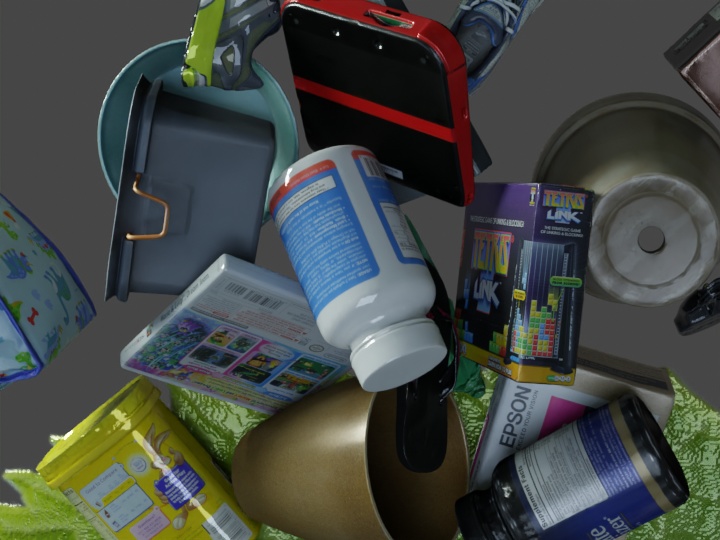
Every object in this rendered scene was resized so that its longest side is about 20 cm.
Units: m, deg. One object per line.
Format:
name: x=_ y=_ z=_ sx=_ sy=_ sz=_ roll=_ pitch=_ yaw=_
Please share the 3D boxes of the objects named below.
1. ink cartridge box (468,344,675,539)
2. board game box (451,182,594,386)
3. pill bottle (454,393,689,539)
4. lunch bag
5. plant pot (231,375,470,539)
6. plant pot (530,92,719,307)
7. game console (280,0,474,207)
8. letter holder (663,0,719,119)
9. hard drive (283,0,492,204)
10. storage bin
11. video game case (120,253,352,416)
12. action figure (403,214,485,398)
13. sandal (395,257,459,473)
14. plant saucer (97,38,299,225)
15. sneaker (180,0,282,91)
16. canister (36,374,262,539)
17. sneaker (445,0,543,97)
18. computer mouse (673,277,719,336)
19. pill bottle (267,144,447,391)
ink cartridge box: x=0.202 y=0.177 z=1.315 sx=0.163 sy=0.075 sz=0.202 roll=15 pitch=108 yaw=1
board game box: x=0.140 y=0.006 z=1.188 sx=0.056 sy=0.200 sz=0.168 roll=4 pitch=93 yaw=-13
pill bottle: x=0.192 y=0.206 z=1.227 sx=0.199 sy=0.112 sz=0.112 roll=-31 pitch=100 yaw=14
lunch bag: x=-0.370 y=0.008 z=1.282 sx=0.126 sy=0.170 sz=0.201 roll=-25 pitch=103 yaw=12
plant pot: x=-0.023 y=0.191 z=1.297 sx=0.198 sy=0.186 sz=0.188 roll=-10 pitch=106 yaw=33
plant pot: x=0.254 y=-0.048 z=1.194 sx=0.197 sy=0.174 sz=0.203 roll=1 pitch=106 yaw=5
game console: x=0.016 y=-0.157 z=1.187 sx=0.199 sy=0.031 sz=0.178 roll=24 pitch=142 yaw=35
letter holder: x=0.394 y=-0.204 z=1.173 sx=0.142 sy=0.101 sz=0.200 roll=44 pitch=106 yaw=-9
hard drive: x=0.024 y=-0.163 z=1.221 sx=0.139 sy=0.033 sz=0.201 roll=-17 pitch=107 yaw=53
storage bin: x=-0.155 y=-0.065 z=1.225 sx=0.133 sy=0.146 sz=0.202 roll=9 pitch=107 yaw=-7
video game case: x=-0.098 y=0.069 z=1.263 sx=0.199 sy=0.024 sz=0.182 roll=22 pitch=135 yaw=-34
action figure: x=0.059 y=0.053 z=1.306 sx=0.118 sy=0.055 sz=0.200 roll=-36 pitch=106 yaw=13
sandal: x=0.065 y=0.085 z=1.228 sx=0.074 sy=0.045 sz=0.203 roll=7 pitch=75 yaw=-36
plant saucer: x=-0.155 y=-0.125 z=1.289 sx=0.197 sy=0.036 sz=0.203 roll=2 pitch=106 yaw=5
sneaker: x=-0.105 y=-0.257 z=1.220 sx=0.080 sy=0.074 sz=0.202 roll=15 pitch=92 yaw=-9
canister: x=-0.214 y=0.230 z=1.372 sx=0.148 sy=0.087 sz=0.200 roll=-37 pitch=100 yaw=15
sneaker: x=0.124 y=-0.238 z=1.200 sx=0.076 sy=0.085 sz=0.201 roll=27 pitch=106 yaw=-2
computer mouse: x=0.314 y=0.025 z=1.205 sx=0.058 sy=0.200 sz=0.034 roll=-23 pitch=76 yaw=4
pill bottle: x=0.000 y=0.000 z=1.178 sx=0.111 sy=0.112 sz=0.202 roll=-28 pitch=68 yaw=13
